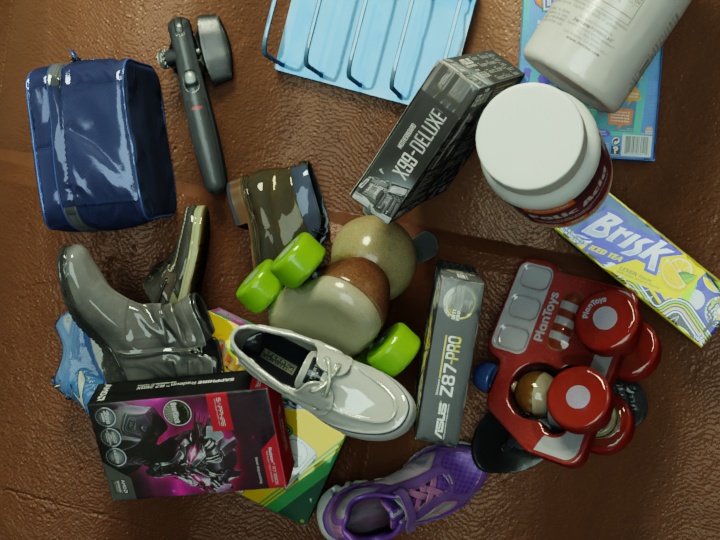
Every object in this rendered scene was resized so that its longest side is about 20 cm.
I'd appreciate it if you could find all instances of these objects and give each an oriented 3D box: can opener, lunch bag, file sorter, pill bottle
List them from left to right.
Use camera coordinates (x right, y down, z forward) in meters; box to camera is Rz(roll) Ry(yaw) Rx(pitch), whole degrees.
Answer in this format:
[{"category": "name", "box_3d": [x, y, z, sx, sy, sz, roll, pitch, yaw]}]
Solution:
[{"category": "lunch bag", "box_3d": [-0.291, -0.142, 1.164, 0.132, 0.136, 0.201, -7, 92, 8]}, {"category": "can opener", "box_3d": [-0.177, -0.184, 1.183, 0.078, 0.063, 0.201, -7, 93, 7]}, {"category": "file sorter", "box_3d": [0.009, -0.262, 1.124, 0.199, 0.123, 0.140, 16, 95, 7]}, {"category": "pill bottle", "box_3d": [0.177, -0.108, 1.019, 0.114, 0.200, 0.115, -2, 85, 18]}, {"category": "pill bottle", "box_3d": [0.259, -0.267, 1.048, 0.114, 0.114, 0.200, 34, 97, 4]}]

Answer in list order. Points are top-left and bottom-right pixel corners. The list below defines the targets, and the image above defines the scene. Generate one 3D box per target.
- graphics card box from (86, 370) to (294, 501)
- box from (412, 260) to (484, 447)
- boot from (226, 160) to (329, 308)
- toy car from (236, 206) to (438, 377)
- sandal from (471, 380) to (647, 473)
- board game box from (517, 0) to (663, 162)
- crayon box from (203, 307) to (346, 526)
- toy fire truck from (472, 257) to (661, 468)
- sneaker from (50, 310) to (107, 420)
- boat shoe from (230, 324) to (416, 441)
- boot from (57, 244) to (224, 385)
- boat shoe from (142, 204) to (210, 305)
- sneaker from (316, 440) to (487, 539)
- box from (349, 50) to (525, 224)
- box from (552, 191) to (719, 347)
[{"category": "graphics card box", "box_3d": [-0.179, 0.175, 1.137, 0.199, 0.051, 0.126, -5, 114, 7]}, {"category": "box", "box_3d": [0.089, 0.078, 1.096, 0.049, 0.200, 0.162, 11, 96, 2]}, {"category": "boot", "box_3d": [-0.070, -0.023, 1.175, 0.097, 0.075, 0.201, -22, 89, 11]}, {"category": "toy car", "box_3d": [0.000, 0.000, 1.129, 0.164, 0.158, 0.200, 44, 54, -11]}, {"category": "sandal", "box_3d": [0.211, 0.161, 1.153, 0.199, 0.043, 0.076, -21, 77, 2]}, {"category": "board game box", "box_3d": [0.243, -0.219, 1.134, 0.151, 0.045, 0.201, 4, 95, 8]}, {"category": "crayon box", "box_3d": [-0.112, 0.162, 1.200, 0.199, 0.058, 0.173, 25, 97, 5]}, {"category": "toy fire truck", "box_3d": [0.208, 0.096, 1.112, 0.167, 0.112, 0.201, 16, 77, 34]}, {"category": "sneaker", "box_3d": [-0.299, 0.135, 1.224, 0.089, 0.078, 0.201, -17, 86, 19]}, {"category": "boat shoe", "box_3d": [-0.040, 0.103, 1.039, 0.199, 0.066, 0.072, 28, 81, 23]}, {"category": "boot", "box_3d": [-0.230, 0.045, 1.146, 0.131, 0.070, 0.201, -18, 111, 14]}, {"category": "boat shoe", "box_3d": [-0.214, 0.021, 1.197, 0.064, 0.073, 0.201, 13, 96, 1]}, {"category": "sneaker", "box_3d": [0.051, 0.250, 1.159, 0.199, 0.088, 0.081, -21, 88, -6]}, {"category": "box", "box_3d": [0.082, -0.138, 1.064, 0.050, 0.200, 0.158, 38, 114, 9]}, {"category": "box", "box_3d": [0.300, -0.010, 1.131, 0.200, 0.064, 0.070, 39, 98, 4]}]
